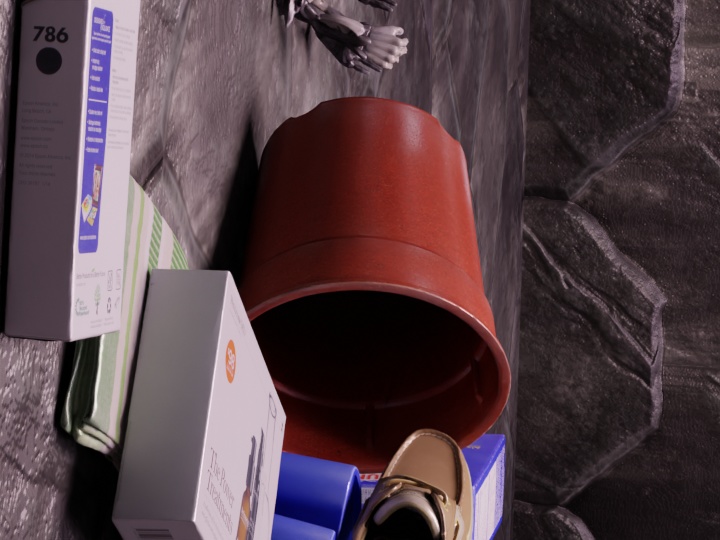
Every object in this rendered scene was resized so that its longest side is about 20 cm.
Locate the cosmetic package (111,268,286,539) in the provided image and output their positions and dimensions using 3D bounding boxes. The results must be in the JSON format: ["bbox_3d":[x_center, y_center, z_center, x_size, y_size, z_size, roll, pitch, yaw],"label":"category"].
[{"bbox_3d":[-0.088,0.111,1.449,0.200,0.051,0.152,74,18,-62],"label":"cosmetic package"}]

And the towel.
[{"bbox_3d":[-0.127,0.040,1.417,0.200,0.023,0.154,61,33,-71],"label":"towel"}]

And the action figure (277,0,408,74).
[{"bbox_3d":[-0.002,-0.212,1.849,0.200,0.101,0.120,52,54,-79],"label":"action figure"}]

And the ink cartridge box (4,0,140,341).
[{"bbox_3d":[-0.139,-0.068,1.238,0.099,0.039,0.201,-4,99,-81],"label":"ink cartridge box"}]

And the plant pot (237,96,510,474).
[{"bbox_3d":[0.000,0.000,1.722,0.201,0.199,0.196,83,6,-49],"label":"plant pot"}]

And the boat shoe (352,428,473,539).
[{"bbox_3d":[0.033,0.169,1.618,0.201,0.074,0.067,-74,172,-47],"label":"boat shoe"}]

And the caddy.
[{"bbox_3d":[-0.062,0.205,1.628,0.142,0.104,0.201,-69,163,-54],"label":"caddy"}]

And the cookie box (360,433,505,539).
[{"bbox_3d":[0.014,0.174,1.898,0.200,0.170,0.076,-35,125,-78],"label":"cookie box"}]
